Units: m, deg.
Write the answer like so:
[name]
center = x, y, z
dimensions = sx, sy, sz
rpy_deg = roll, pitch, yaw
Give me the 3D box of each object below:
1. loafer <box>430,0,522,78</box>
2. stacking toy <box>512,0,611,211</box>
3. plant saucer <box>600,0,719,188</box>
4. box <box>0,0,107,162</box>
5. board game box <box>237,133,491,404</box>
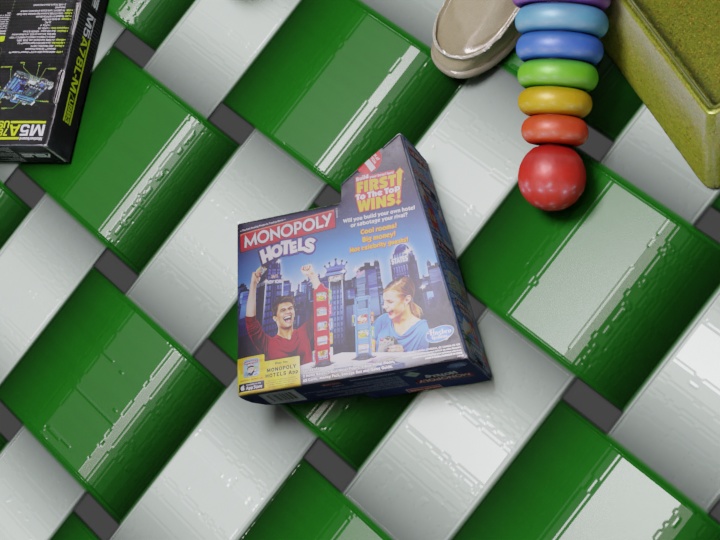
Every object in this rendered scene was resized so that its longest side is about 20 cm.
[loafer]
center = 0.120, -0.253, 1.342
dimensions = 0.075, 0.068, 0.201
rpy_deg = 33, 87, 31
[stacking toy]
center = 0.155, -0.148, 1.274
dimensions = 0.085, 0.085, 0.202
rpy_deg = 4, 90, 26
[plant saucer]
center = 0.296, -0.199, 1.253
dimensions = 0.199, 0.048, 0.201
rpy_deg = -35, 61, 9
[box]
center = -0.350, -0.200, 1.554
dimensions = 0.198, 0.047, 0.195
rpy_deg = 1, 73, 25
[board game box]
center = 0.000, 0.000, 1.308
dimensions = 0.198, 0.062, 0.202
rpy_deg = -10, 66, 21
